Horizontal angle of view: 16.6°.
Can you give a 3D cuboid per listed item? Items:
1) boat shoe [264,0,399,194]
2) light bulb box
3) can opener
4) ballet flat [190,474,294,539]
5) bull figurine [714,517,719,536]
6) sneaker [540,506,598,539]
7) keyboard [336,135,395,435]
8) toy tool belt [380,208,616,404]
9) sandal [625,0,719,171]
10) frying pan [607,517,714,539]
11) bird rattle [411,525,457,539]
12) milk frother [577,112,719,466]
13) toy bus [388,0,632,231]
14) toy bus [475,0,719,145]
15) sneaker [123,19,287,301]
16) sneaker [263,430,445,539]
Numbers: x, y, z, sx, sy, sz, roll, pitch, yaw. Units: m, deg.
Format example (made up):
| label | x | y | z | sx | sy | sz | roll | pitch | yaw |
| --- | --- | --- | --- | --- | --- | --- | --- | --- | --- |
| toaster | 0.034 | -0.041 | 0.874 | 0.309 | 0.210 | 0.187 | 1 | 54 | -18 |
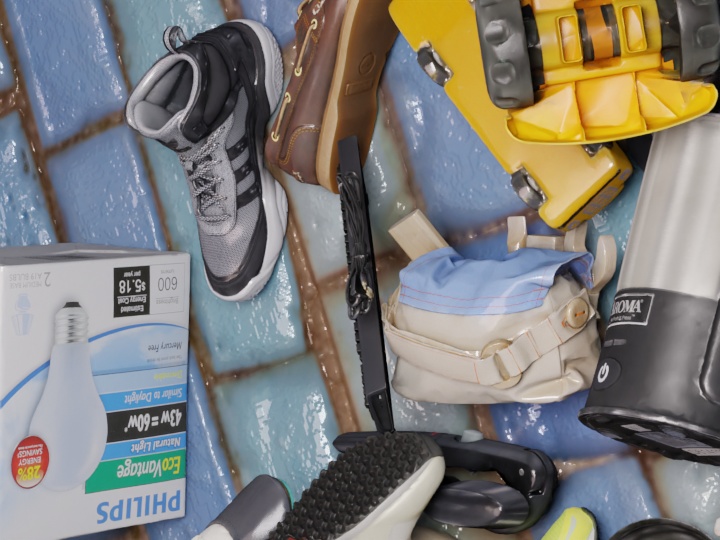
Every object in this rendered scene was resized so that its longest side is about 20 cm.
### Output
| label | x | y | z | sx | sy | sz | roll | pitch | yaw |
| --- | --- | --- | --- | --- | --- | --- | --- | --- | --- |
| boat shoe | -0.018 | -0.154 | 1.676 | 0.070 | 0.070 | 0.201 | 27 | 108 | 28 |
| light bulb box | -0.232 | 0.086 | 1.773 | 0.124 | 0.198 | 0.201 | 5 | 97 | 38 |
| can opener | 0.051 | 0.134 | 1.650 | 0.200 | 0.078 | 0.064 | 10 | 87 | 49 |
| ballet flat | -0.100 | 0.227 | 1.657 | 0.073 | 0.073 | 0.201 | 36 | 120 | 30 |
| bull figurine | 0.291 | 0.194 | 1.465 | 0.199 | 0.065 | 0.122 | 9 | 93 | 35 |
| sneaker | 0.073 | 0.221 | 1.582 | 0.090 | 0.078 | 0.200 | 41 | 84 | 7 |
| keyboard | 0.000 | 0.000 | 1.610 | 0.020 | 0.127 | 0.201 | -8 | 57 | 1 |
| toy tool belt | 0.106 | 0.019 | 1.564 | 0.199 | 0.125 | 0.124 | -2 | 100 | 36 |
| sandal | 0.231 | -0.134 | 1.507 | 0.076 | 0.043 | 0.200 | 46 | 118 | 26 |
| frying pan | 0.227 | 0.221 | 1.539 | 0.189 | 0.031 | 0.116 | 16 | 102 | 32 |
| bird rattle | 0.020 | 0.240 | 1.680 | 0.163 | 0.113 | 0.201 | -25 | 64 | 23 |
| milk frother | 0.255 | 0.028 | 1.455 | 0.180 | 0.200 | 0.189 | 2 | 73 | 51 |
| toy bus | 0.100 | -0.117 | 1.582 | 0.065 | 0.078 | 0.200 | -44 | 67 | 19 |
| toy bus | 0.131 | -0.182 | 1.455 | 0.135 | 0.192 | 0.201 | -9 | 96 | 3 |
| sneaker | -0.112 | -0.076 | 1.725 | 0.075 | 0.114 | 0.201 | 5 | 95 | 37 |
| sneaker | -0.006 | 0.192 | 1.603 | 0.200 | 0.093 | 0.070 | -46 | 32 | 6 |
